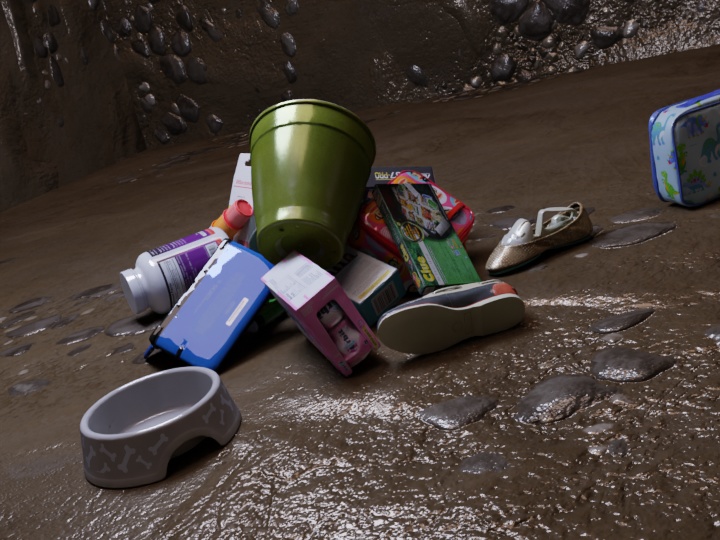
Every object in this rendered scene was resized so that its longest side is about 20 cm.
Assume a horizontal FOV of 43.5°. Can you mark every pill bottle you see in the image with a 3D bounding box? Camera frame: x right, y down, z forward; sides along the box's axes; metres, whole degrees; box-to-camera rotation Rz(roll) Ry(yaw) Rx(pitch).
[{"bbox_3d":[-0.321,0.005,1.608,0.197,0.115,0.112,-23,19,-25],"label":"pill bottle"}]

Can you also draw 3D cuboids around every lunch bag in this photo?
[{"bbox_3d":[0.090,-0.056,1.417,0.175,0.083,0.200,36,43,9],"label":"lunch bag"},{"bbox_3d":[0.560,-0.203,1.444,0.197,0.164,0.082,-20,18,-16],"label":"lunch bag"}]

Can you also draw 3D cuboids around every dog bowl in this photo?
[{"bbox_3d":[-0.246,0.181,1.091,0.196,0.060,0.201,-13,18,4],"label":"dog bowl"}]

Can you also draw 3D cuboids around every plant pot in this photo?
[{"bbox_3d":[-0.079,-0.110,1.334,0.196,0.201,0.196,-9,54,18],"label":"plant pot"}]

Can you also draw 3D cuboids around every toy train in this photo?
[{"bbox_3d":[-0.126,0.039,1.435,0.041,0.057,0.199,-12,15,37],"label":"toy train"}]

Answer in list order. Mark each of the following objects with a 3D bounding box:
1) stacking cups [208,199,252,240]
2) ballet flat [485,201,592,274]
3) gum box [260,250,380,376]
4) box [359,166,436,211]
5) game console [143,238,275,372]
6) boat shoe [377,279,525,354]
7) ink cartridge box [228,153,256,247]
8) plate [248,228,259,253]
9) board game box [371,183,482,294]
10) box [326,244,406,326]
[{"bbox_3d":[-0.268,-0.061,1.713,0.199,0.061,0.060,-38,1,34],"label":"stacking cups"},{"bbox_3d":[0.270,-0.056,1.389,0.197,0.066,0.070,-23,19,-23],"label":"ballet flat"},{"bbox_3d":[-0.055,0.054,1.207,0.066,0.114,0.200,-39,21,-8],"label":"gum box"},{"bbox_3d":[0.018,-0.114,1.568,0.196,0.050,0.162,-2,-31,-14],"label":"box"},{"bbox_3d":[-0.223,0.066,1.368,0.168,0.119,0.201,25,64,20],"label":"game console"},{"bbox_3d":[0.111,0.054,1.158,0.196,0.072,0.063,-12,31,-11],"label":"boat shoe"},{"bbox_3d":[-0.203,-0.118,1.737,0.066,0.204,0.116,8,4,-32],"label":"ink cartridge box"},{"bbox_3d":[-0.096,-0.061,1.538,0.196,0.201,0.026,-15,58,-1],"label":"plate"},{"bbox_3d":[0.097,-0.051,1.340,0.103,0.024,0.202,0,50,-30],"label":"board game box"},{"bbox_3d":[-0.029,0.009,1.356,0.082,0.050,0.199,-40,40,-22],"label":"box"}]
